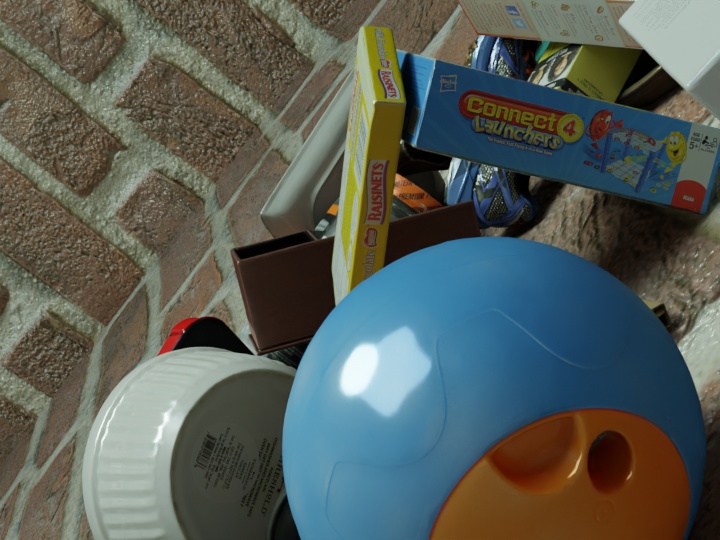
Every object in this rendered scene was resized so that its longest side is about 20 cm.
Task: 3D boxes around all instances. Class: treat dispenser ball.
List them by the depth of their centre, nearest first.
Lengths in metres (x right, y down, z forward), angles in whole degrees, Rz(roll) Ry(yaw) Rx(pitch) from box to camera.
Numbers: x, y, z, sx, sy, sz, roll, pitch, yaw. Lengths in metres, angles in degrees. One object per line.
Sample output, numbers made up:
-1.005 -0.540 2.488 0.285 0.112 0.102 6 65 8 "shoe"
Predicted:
0.063 0.085 0.673 0.201 0.201 0.201 -49 14 17 "treat dispenser ball"

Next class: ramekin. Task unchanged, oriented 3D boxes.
-0.100 0.157 1.068 0.105 0.200 0.201 -10 43 54 "ramekin"

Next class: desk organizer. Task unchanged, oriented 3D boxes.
0.000 0.000 1.136 0.199 0.077 0.072 -15 12 -7 "desk organizer"

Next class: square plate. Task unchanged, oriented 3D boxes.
0.006 -0.066 1.339 0.028 0.198 0.200 12 61 38 "square plate"

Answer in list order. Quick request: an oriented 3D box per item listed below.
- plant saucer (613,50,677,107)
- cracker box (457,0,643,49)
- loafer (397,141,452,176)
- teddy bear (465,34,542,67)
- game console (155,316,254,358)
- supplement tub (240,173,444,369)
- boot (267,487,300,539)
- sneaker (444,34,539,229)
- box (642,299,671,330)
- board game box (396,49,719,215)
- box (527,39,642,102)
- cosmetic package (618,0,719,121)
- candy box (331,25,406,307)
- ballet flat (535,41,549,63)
0.255 -0.204 1.126 0.200 0.029 0.200 -49 14 16 "plant saucer"
0.186 -0.240 1.078 0.199 0.058 0.134 14 63 42 "cracker box"
0.084 -0.125 1.319 0.200 0.073 0.071 -25 16 -38 "loafer"
0.141 -0.187 1.281 0.066 0.145 0.201 2 53 33 "teddy bear"
-0.123 0.154 1.163 0.031 0.200 0.177 3 54 41 "game console"
-0.004 0.017 1.239 0.200 0.122 0.122 -54 13 -6 "supplement tub"
0.014 0.157 0.918 0.211 0.079 0.158 -49 14 13 "boot"
0.130 -0.127 1.167 0.075 0.078 0.201 4 -83 -64 "sneaker"
0.077 0.057 0.891 0.163 0.021 0.200 -29 14 -18 "box"
0.117 -0.099 0.957 0.200 0.195 0.056 -128 50 -76 "board game box"
0.198 -0.197 1.130 0.200 0.050 0.075 -58 16 -22 "box"
0.232 -0.128 0.854 0.071 0.101 0.200 -48 15 16 "cosmetic package"
0.003 -0.050 0.943 0.102 0.026 0.201 -94 9 -53 "candy box"
0.197 -0.213 1.245 0.201 0.068 0.068 -65 11 -10 "ballet flat"
